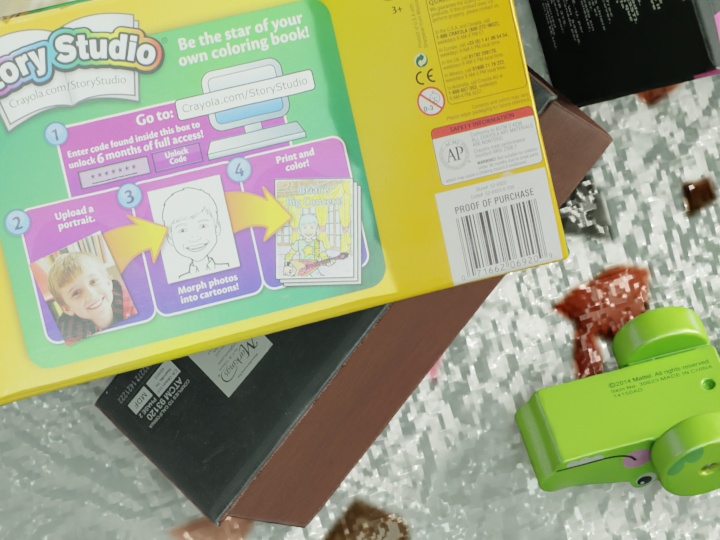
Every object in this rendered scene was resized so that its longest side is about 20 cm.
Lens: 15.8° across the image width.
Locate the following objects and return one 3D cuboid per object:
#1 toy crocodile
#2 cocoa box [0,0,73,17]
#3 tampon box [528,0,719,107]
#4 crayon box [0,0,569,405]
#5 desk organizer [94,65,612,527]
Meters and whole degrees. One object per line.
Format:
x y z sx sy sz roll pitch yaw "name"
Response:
0.159 0.046 1.022 0.200 0.062 0.068 -18 54 -8 "toy crocodile"
-0.124 -0.095 0.926 0.200 0.131 0.134 22 86 -10 "cocoa box"
0.148 -0.142 0.944 0.150 0.200 0.126 -17 93 -10 "tampon box"
-0.042 -0.039 0.846 0.200 0.058 0.119 -14 97 -13 "crayon box"
0.000 0.000 0.977 0.072 0.077 0.200 42 99 24 "desk organizer"
